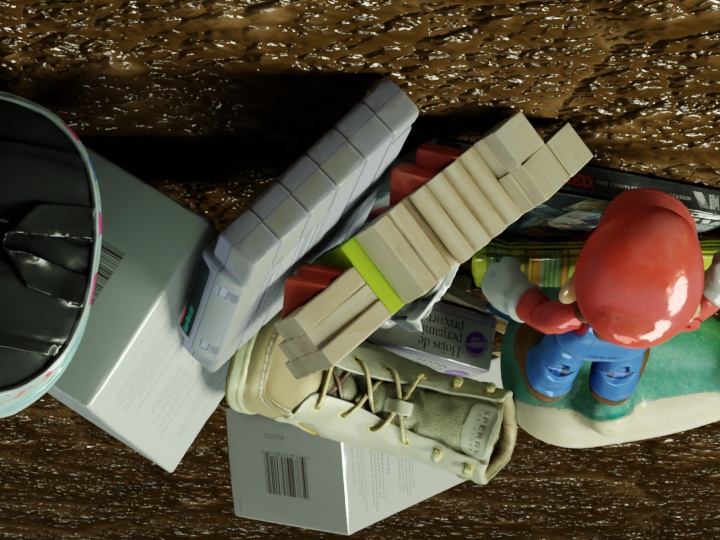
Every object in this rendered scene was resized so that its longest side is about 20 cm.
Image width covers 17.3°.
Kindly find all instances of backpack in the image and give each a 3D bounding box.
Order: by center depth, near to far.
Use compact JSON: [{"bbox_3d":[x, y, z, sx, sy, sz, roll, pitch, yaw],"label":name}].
[{"bbox_3d":[-0.232,-0.008,1.211,0.199,0.179,0.151,5,166,-4],"label":"backpack"}]

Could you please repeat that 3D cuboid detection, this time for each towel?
[{"bbox_3d":[0.166,-0.006,1.426,0.199,0.018,0.086,-1,169,3],"label":"towel"}]

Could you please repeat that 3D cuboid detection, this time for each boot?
[{"bbox_3d":[0.011,0.078,1.448,0.154,0.072,0.200,18,176,19],"label":"boot"}]

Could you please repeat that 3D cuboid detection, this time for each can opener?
[{"bbox_3d":[0.000,0.000,1.420,0.067,0.054,0.200,34,167,-20],"label":"can opener"}]

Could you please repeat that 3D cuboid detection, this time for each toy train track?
[{"bbox_3d":[0.116,0.032,1.628,0.114,0.033,0.200,-3,161,42],"label":"toy train track"}]

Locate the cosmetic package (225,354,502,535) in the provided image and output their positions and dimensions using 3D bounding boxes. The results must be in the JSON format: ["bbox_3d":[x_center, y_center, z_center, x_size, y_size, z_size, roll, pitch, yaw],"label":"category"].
[{"bbox_3d":[0.009,0.116,1.669,0.107,0.085,0.200,4,-165,36],"label":"cosmetic package"}]

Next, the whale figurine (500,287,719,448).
[{"bbox_3d":[0.183,0.048,1.501,0.199,0.104,0.159,0,-159,33],"label":"whale figurine"}]

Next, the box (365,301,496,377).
[{"bbox_3d":[-0.006,0.028,1.551,0.199,0.039,0.041,17,162,-25],"label":"box"}]

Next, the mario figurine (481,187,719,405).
[{"bbox_3d":[0.149,0.005,1.357,0.123,0.106,0.200,-30,165,-19],"label":"mario figurine"}]

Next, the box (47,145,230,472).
[{"bbox_3d":[-0.137,0.025,1.380,0.097,0.125,0.200,30,171,16],"label":"box"}]

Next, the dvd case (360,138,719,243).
[{"bbox_3d":[0.096,-0.035,1.389,0.199,0.022,0.146,7,164,-25],"label":"dvd case"}]

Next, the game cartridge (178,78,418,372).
[{"bbox_3d":[-0.038,-0.020,1.266,0.129,0.038,0.200,-39,172,-19],"label":"game cartridge"}]

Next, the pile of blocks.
[{"bbox_3d":[0.027,-0.025,1.272,0.200,0.062,0.082,-37,-174,0],"label":"pile of blocks"}]
